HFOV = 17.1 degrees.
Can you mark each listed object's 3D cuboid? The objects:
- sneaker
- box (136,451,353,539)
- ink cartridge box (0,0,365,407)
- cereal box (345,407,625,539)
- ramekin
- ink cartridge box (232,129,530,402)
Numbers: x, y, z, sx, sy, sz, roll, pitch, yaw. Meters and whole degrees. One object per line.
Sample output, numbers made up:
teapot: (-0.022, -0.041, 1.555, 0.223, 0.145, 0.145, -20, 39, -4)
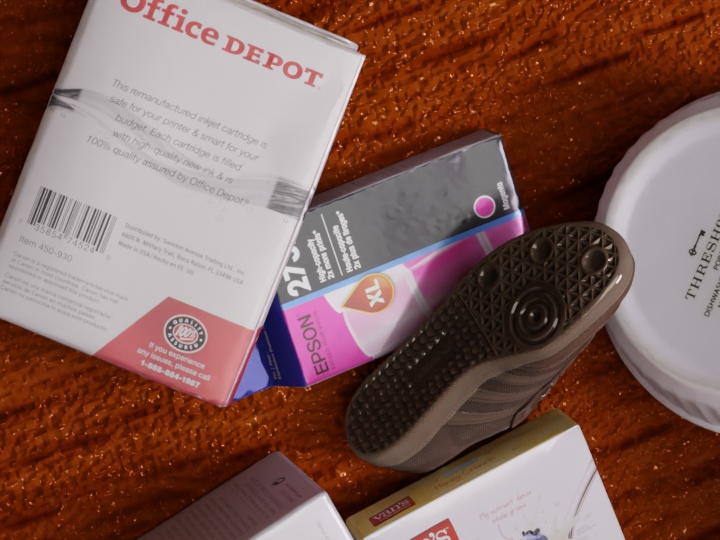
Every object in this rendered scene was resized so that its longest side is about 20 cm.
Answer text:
sneaker: (0.080, 0.043, 1.325, 0.200, 0.071, 0.075, -37, 147, 25)
box: (-0.080, 0.223, 1.315, 0.199, 0.106, 0.153, -31, 106, -9)
ink cartridge box: (-0.099, -0.049, 1.264, 0.146, 0.083, 0.201, 22, 92, -1)
cereal box: (0.093, 0.198, 1.387, 0.143, 0.040, 0.201, -28, 111, -9)
ramekin: (0.218, -0.007, 1.319, 0.201, 0.094, 0.204, -1, 85, 18)
ink cartridge box: (0.000, 0.000, 1.342, 0.199, 0.037, 0.095, -21, 103, -9)
